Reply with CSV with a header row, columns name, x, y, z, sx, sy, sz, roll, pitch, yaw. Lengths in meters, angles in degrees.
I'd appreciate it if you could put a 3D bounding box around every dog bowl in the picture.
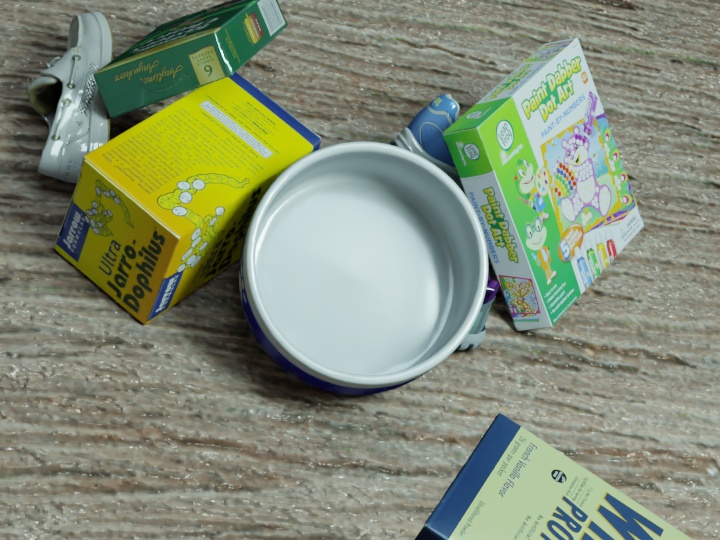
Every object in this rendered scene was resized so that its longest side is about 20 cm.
name,x,y,z,sx,sy,sz,roll,pitch,yaw
dog bowl,0.000,0.000,1.708,0.199,0.079,0.201,2,78,-10

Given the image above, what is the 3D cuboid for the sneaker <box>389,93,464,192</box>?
name,x,y,z,sx,sy,sz,roll,pitch,yaw
sneaker,0.122,-0.091,1.896,0.199,0.077,0.076,25,18,-35

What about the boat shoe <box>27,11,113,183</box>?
name,x,y,z,sx,sy,sz,roll,pitch,yaw
boat shoe,-0.254,-0.157,1.815,0.069,0.071,0.201,7,44,-15

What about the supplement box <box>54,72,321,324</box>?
name,x,y,z,sx,sy,sz,roll,pitch,yaw
supplement box,-0.143,-0.065,1.749,0.109,0.109,0.200,38,44,14

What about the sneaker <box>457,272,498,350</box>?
name,x,y,z,sx,sy,sz,roll,pitch,yaw
sneaker,0.079,-0.029,1.837,0.074,0.088,0.201,-1,49,-26

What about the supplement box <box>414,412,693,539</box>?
name,x,y,z,sx,sy,sz,roll,pitch,yaw
supplement box,0.121,0.253,1.494,0.199,0.200,0.134,33,43,6

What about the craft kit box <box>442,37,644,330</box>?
name,x,y,z,sx,sy,sz,roll,pitch,yaw
craft kit box,0.169,-0.080,1.878,0.200,0.048,0.198,-43,115,-46

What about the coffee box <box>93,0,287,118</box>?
name,x,y,z,sx,sy,sz,roll,pitch,yaw
coffee box,-0.146,-0.195,1.830,0.200,0.122,0.044,-56,127,-67
